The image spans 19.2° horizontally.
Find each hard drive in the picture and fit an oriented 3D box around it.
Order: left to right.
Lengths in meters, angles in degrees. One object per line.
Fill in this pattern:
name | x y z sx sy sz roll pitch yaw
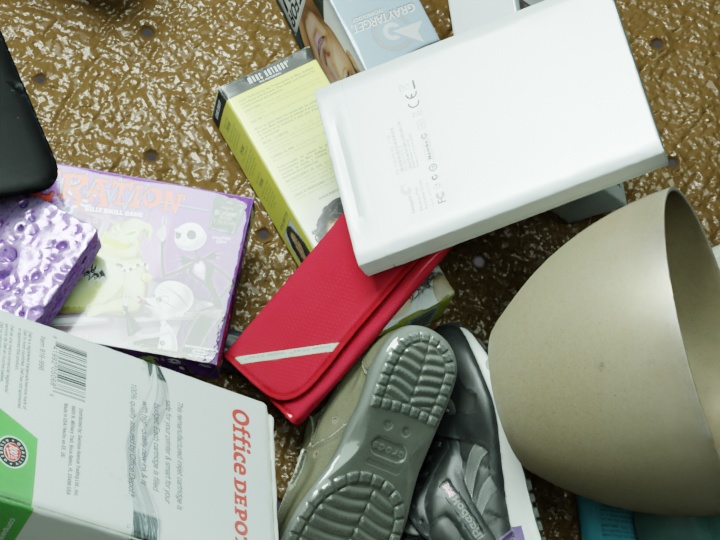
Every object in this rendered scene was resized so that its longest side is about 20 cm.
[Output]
hard drive | 0.079 -0.090 1.327 0.199 0.027 0.133 -20 62 12

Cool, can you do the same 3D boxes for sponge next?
sponge | -0.274 -0.023 1.351 0.199 0.030 0.112 29 71 15

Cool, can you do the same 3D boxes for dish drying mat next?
dish drying mat | 0.000 0.000 1.351 0.200 0.018 0.077 -50 57 1

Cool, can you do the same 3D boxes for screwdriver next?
screwdriver | -0.030 0.072 1.398 0.199 0.029 0.028 20 66 -12

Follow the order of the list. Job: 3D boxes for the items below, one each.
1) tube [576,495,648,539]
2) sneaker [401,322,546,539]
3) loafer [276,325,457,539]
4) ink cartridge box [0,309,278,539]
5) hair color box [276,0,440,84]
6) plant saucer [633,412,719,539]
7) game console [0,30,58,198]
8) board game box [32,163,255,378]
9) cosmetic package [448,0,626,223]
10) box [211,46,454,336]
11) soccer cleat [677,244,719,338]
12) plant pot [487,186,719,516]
tube | 0.175 0.223 1.361 0.077 0.050 0.202 12 62 -20
sneaker | 0.059 0.133 1.357 0.087 0.076 0.202 -13 74 -9
loafer | -0.004 0.127 1.348 0.075 0.070 0.201 31 84 -22
ink cartridge box | -0.154 0.124 1.260 0.199 0.083 0.147 21 38 -21
hair color box | -0.002 -0.166 1.447 0.060 0.099 0.201 -22 74 -17
plant saucer | 0.275 0.160 1.390 0.198 0.036 0.202 9 62 -16
game console | -0.317 -0.096 1.362 0.175 0.116 0.201 -37 64 22
board game box | -0.176 -0.006 1.375 0.198 0.032 0.121 9 63 4
cosmetic package | 0.115 -0.149 1.440 0.051 0.151 0.202 -16 69 23
box | -0.020 -0.046 1.424 0.075 0.050 0.201 -27 76 -19
soccer cleat | 0.218 0.021 1.428 0.199 0.078 0.070 -22 74 -18
plant pot | 0.156 0.064 1.316 0.134 0.200 0.202 -16 69 19
